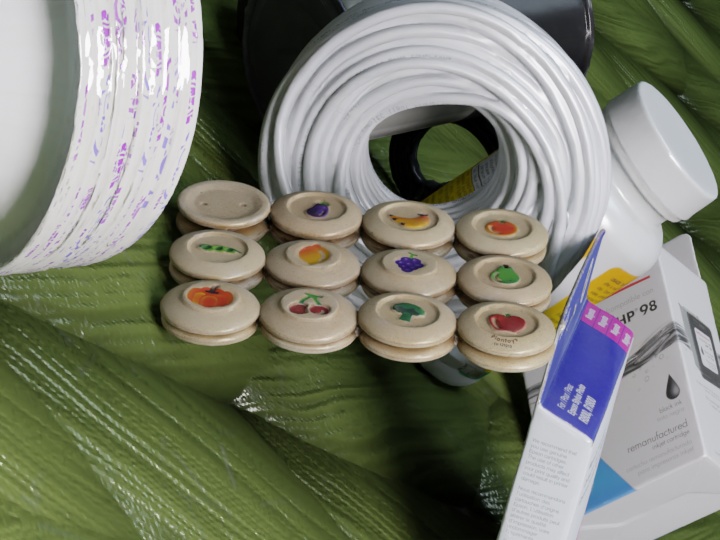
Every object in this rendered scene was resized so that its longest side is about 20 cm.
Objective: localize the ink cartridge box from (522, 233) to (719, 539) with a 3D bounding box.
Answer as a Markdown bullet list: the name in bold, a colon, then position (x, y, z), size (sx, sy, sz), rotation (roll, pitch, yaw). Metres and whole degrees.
- **ink cartridge box**: position (0.167, 0.067, 1.744), size (0.067, 0.116, 0.201), rotation (34, 37, -45)

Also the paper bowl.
- **paper bowl**: position (-0.160, -0.097, 1.120), size (0.104, 0.201, 0.201), rotation (-7, 60, -38)

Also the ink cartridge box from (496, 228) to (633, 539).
- **ink cartridge box**: position (0.111, 0.098, 1.497), size (0.043, 0.201, 0.196), rotation (18, 19, 6)

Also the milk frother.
- **milk frother**: position (0.024, -0.101, 1.703), size (0.187, 0.180, 0.201), rotation (-13, 100, -35)

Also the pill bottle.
- **pill bottle**: position (0.111, -0.025, 1.663), size (0.113, 0.200, 0.113), rotation (47, 20, -24)

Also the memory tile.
- **memory tile**: position (0.000, 0.000, 1.410), size (0.154, 0.199, 0.017), rotation (-85, 180, -61)

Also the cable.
- **cable**: position (0.043, -0.062, 1.554), size (0.199, 0.200, 0.069), rotation (29, 24, -7)
